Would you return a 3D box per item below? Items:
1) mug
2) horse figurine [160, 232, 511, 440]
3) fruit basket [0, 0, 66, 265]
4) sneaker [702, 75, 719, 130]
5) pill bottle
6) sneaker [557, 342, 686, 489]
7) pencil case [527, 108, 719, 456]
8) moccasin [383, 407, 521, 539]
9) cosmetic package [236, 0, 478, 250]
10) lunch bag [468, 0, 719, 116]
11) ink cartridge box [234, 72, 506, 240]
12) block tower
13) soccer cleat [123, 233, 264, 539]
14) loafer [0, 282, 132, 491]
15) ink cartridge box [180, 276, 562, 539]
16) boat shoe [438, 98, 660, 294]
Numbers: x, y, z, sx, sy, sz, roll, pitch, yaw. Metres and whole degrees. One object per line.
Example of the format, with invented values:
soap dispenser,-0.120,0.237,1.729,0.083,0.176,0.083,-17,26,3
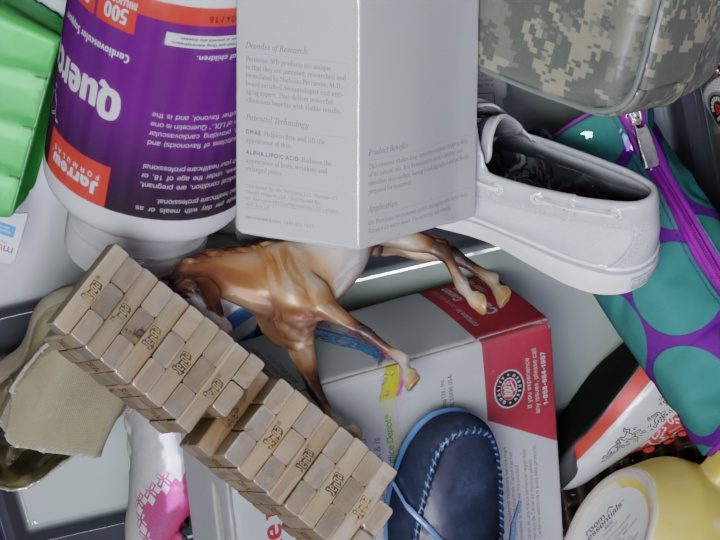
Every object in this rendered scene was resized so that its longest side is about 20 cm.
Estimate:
mug,0.203,0.163,1.584,0.153,0.149,0.187,28,72,-25
horse figurine,0.000,0.000,1.492,0.132,0.200,0.050,42,150,10
fruit basket,-0.257,-0.116,1.502,0.199,0.094,0.186,19,110,7
sneaker,0.222,-0.063,1.496,0.088,0.201,0.074,15,146,-3
pill bottle,-0.104,-0.094,1.455,0.112,0.113,0.201,9,121,-6
sneaker,0.199,0.070,1.596,0.108,0.067,0.202,35,103,-12
pencil case,0.169,-0.003,1.508,0.085,0.092,0.200,-26,77,-31
moccasin,0.057,0.174,1.518,0.080,0.068,0.201,-10,115,-22
cosmetic package,0.000,-0.119,1.385,0.081,0.113,0.201,7,102,34
lunch bag,0.141,-0.186,1.443,0.139,0.167,0.201,23,112,29
ink cartridge box,-0.002,-0.123,1.525,0.160,0.050,0.201,-6,118,-1
block tower,-0.072,0.070,1.430,0.200,0.058,0.054,41,73,-14
soccer cleat,-0.108,0.068,1.583,0.086,0.070,0.201,22,103,-6
loafer,-0.157,0.066,1.525,0.075,0.069,0.200,8,153,-24
ink cartridge box,0.005,0.101,1.552,0.199,0.083,0.146,-14,117,-20
boat shoe,0.067,-0.054,1.458,0.200,0.072,0.069,29,134,25
